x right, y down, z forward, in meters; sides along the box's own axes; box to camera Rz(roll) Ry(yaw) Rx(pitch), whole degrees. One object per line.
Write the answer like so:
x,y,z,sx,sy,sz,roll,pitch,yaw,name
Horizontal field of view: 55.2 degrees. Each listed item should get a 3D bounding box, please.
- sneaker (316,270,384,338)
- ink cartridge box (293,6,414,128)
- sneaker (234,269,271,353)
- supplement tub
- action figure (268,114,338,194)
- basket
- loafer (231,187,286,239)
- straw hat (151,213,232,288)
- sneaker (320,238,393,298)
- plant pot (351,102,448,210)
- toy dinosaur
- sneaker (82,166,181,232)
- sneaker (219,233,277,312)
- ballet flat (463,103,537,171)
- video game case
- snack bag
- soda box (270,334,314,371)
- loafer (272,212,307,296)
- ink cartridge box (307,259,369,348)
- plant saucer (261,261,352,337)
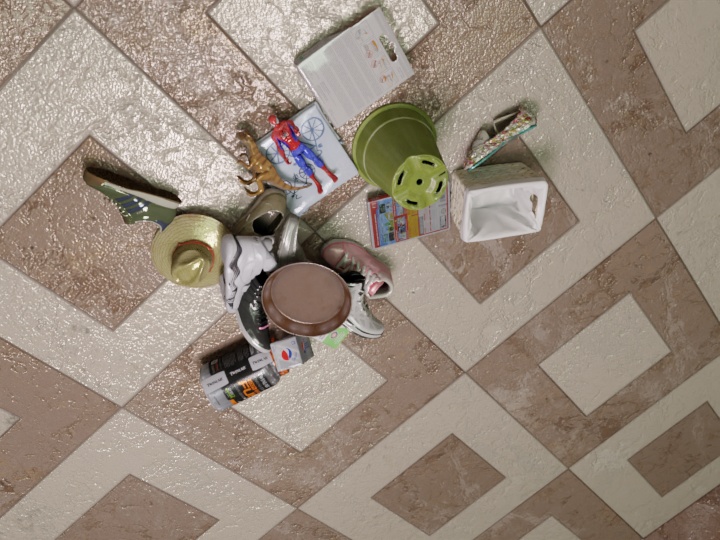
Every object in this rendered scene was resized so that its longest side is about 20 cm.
-0.001,0.076,1.577,0.199,0.076,0.116,30,114,-27,sneaker
-0.012,-0.410,1.393,0.199,0.050,0.161,-36,125,2,ink cartridge box
-0.229,0.084,1.561,0.098,0.071,0.202,-24,90,26,sneaker
-0.281,0.248,1.680,0.198,0.123,0.123,-26,126,1,supplement tub
-0.120,-0.235,1.415,0.065,0.099,0.200,-37,122,8,action figure
0.314,-0.163,1.600,0.197,0.124,0.137,-8,124,-11,basket
-0.227,-0.091,1.504,0.075,0.069,0.201,21,122,-27,loafer
-0.363,-0.015,1.483,0.198,0.085,0.203,0,124,-1,straw hat
0.000,0.000,1.620,0.199,0.105,0.076,27,114,-29,sneaker
0.100,-0.225,1.454,0.197,0.191,0.202,-8,124,-13,plant pot
-0.196,-0.200,1.435,0.106,0.061,0.200,-38,124,9,toy dinosaur
-0.474,-0.136,1.407,0.198,0.067,0.091,18,110,-29,sneaker
-0.241,0.006,1.484,0.113,0.075,0.202,-7,130,-21,sneaker
0.306,-0.302,1.554,0.199,0.076,0.064,-34,94,1,ballet flat
0.115,-0.131,1.612,0.197,0.018,0.144,-15,133,-8,video game case
-0.119,-0.234,1.484,0.188,0.021,0.200,-34,124,6,snack bag
-0.159,0.188,1.632,0.063,0.200,0.069,-17,88,3,soda box
-0.149,-0.031,1.503,0.069,0.070,0.202,6,123,-8,loafer
-0.104,0.077,1.648,0.199,0.084,0.146,28,109,-29,ink cartridge box
-0.115,0.058,1.500,0.197,0.035,0.202,1,124,2,plant saucer
